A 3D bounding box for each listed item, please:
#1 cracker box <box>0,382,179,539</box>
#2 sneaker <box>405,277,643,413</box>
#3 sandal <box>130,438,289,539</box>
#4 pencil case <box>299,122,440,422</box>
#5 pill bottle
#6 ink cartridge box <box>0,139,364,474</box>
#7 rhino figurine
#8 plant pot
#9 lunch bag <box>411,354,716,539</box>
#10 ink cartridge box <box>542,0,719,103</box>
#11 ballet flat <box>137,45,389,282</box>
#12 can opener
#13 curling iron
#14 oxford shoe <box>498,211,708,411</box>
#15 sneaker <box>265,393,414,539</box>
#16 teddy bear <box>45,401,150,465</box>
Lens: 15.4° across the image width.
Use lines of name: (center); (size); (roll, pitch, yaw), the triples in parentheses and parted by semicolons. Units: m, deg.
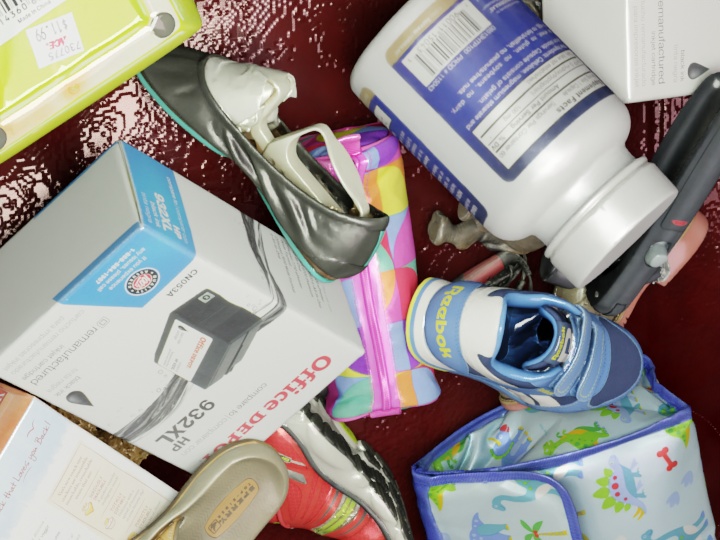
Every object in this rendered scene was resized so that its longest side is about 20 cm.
cracker box: (-0.185, 0.174, 1.667); (0.200, 0.058, 0.134); (39, 76, -40)
sneaker: (0.124, 0.054, 1.758); (0.200, 0.082, 0.074); (13, 82, -40)
sandal: (-0.109, 0.193, 1.658); (0.200, 0.054, 0.080); (-50, 127, -9)
pencil case: (0.000, 0.000, 1.750); (0.088, 0.088, 0.200); (-18, 107, -21)
pill bottle: (0.101, -0.090, 1.693); (0.120, 0.120, 0.200); (-42, 82, -8)
ink cartridge box: (-0.120, 0.030, 1.648); (0.145, 0.084, 0.200); (-42, 133, 20)
rhino figurine: (0.114, -0.104, 1.799); (0.087, 0.060, 0.200); (13, 95, -29)
plant pot: (-0.220, -0.179, 1.533); (0.200, 0.181, 0.199); (-34, 119, -12)
lunch bag: (0.145, 0.178, 1.880); (0.200, 0.127, 0.170); (-18, 116, -7)
ink cartridge box: (0.220, -0.192, 1.776); (0.200, 0.085, 0.146); (-11, 103, -40)
ballet flat: (-0.054, -0.084, 1.673); (0.200, 0.068, 0.068); (47, 118, -1)
can opener: (0.199, -0.046, 1.761); (0.079, 0.063, 0.200); (2, 139, -39)
curling iron: (0.037, 0.046, 1.829); (0.200, 0.026, 0.050); (-30, 116, -15)
oxford shoe: (0.154, 0.011, 1.860); (0.200, 0.070, 0.075); (-48, 112, -14)
sneaker: (-0.027, 0.153, 1.819); (0.085, 0.077, 0.200); (-31, 123, 12)
teddy bear: (-0.199, 0.152, 1.732); (0.145, 0.067, 0.200); (7, 97, -38)
